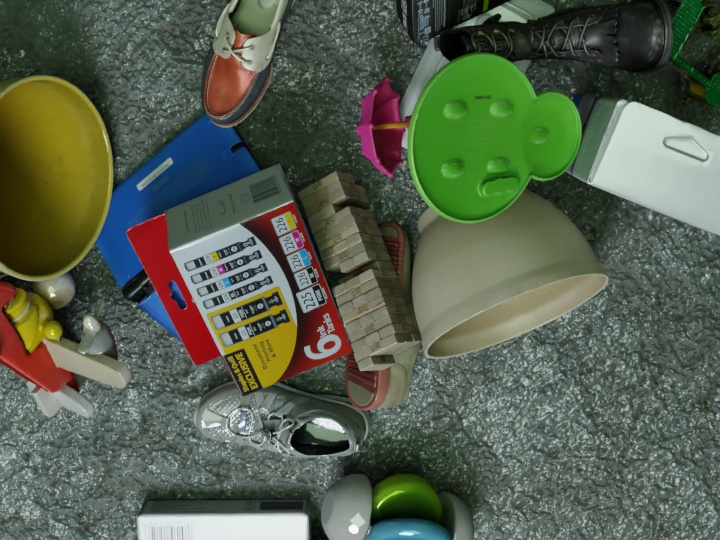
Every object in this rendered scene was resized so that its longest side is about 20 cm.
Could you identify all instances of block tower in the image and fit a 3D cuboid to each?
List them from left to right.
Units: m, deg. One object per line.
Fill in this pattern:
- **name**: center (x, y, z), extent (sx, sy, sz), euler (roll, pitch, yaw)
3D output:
- **block tower**: center (0.000, 0.000, 1.048), extent (0.057, 0.054, 0.202), euler (-26, 74, 27)

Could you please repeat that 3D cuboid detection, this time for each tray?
- **tray**: center (0.116, -0.207, 1.064), extent (0.106, 0.022, 0.202), euler (25, 101, -5)

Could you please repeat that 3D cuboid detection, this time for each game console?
- **game console**: center (-0.169, -0.041, 1.106), extent (0.199, 0.118, 0.172), euler (-38, 67, 8)

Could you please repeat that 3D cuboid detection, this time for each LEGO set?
- **LEGO set**: center (0.334, -0.277, 1.020), extent (0.152, 0.116, 0.202), euler (13, 107, -32)

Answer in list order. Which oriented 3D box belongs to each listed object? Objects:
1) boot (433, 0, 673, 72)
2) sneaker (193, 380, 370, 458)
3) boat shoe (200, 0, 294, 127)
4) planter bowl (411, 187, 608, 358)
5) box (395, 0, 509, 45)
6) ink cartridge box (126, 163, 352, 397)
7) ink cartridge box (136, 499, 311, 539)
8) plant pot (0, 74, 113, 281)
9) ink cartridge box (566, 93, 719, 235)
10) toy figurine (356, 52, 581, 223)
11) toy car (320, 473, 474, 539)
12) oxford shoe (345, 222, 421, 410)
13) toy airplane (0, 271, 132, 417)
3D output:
- **boot**: center (0.177, -0.214, 0.955), extent (0.172, 0.200, 0.070), euler (-10, 104, -20)
- **sneaker**: center (-0.088, 0.166, 1.112), extent (0.197, 0.082, 0.076), euler (2, 102, 1)
- **boat shoe**: center (-0.113, -0.244, 1.031), extent (0.070, 0.063, 0.202), euler (26, 96, 2)
- **planter bowl**: center (0.135, -0.012, 1.032), extent (0.198, 0.200, 0.136), euler (-23, 73, 6)
- **box**: center (0.123, -0.316, 0.940), extent (0.191, 0.200, 0.048), euler (-29, 71, -5)
- **ink cartridge box**: center (-0.123, 0.021, 1.038), extent (0.173, 0.084, 0.202), euler (-22, 125, -1)
- **ink cartridge box**: center (-0.154, 0.357, 1.173), extent (0.197, 0.044, 0.176), euler (0, 102, 1)
- **plant pot**: center (-0.371, -0.098, 1.027), extent (0.140, 0.199, 0.203), euler (7, 103, 26)
- **ink cartridge box**: center (0.281, -0.109, 0.988), extent (0.143, 0.200, 0.085), euler (21, 101, -3)
- **toy figurine**: center (0.083, -0.140, 0.986), extent (0.198, 0.183, 0.153), euler (-8, 107, -29)
- **toy car**: center (0.036, 0.327, 1.095), extent (0.173, 0.150, 0.202), euler (17, 102, -18)
- **oxford shoe**: center (0.031, 0.051, 1.106), extent (0.074, 0.070, 0.203), euler (7, 93, -44)
- **toy airplane**: center (-0.337, 0.068, 1.065), extent (0.198, 0.199, 0.143), euler (29, 72, -14)
